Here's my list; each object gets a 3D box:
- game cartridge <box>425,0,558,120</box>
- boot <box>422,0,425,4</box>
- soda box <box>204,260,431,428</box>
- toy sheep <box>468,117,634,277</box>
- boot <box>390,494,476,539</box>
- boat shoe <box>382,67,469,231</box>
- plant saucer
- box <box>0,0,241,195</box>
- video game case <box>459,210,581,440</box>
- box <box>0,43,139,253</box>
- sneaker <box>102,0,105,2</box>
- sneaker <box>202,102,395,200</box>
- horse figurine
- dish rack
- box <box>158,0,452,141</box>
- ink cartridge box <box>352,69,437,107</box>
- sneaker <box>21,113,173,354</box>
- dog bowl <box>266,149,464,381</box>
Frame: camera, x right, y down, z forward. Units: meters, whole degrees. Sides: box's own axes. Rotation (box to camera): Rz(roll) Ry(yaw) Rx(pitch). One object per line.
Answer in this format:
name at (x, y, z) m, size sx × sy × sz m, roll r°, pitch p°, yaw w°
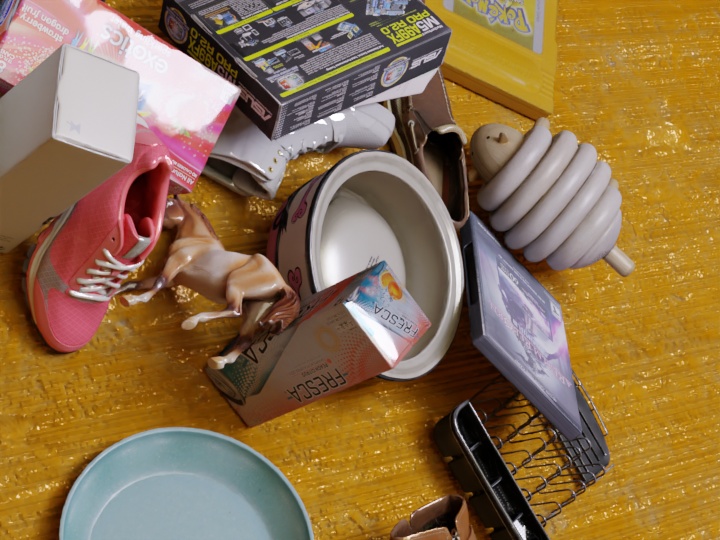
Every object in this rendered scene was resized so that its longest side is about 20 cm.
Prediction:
game cartridge at (0.127, -0.269, 1.948) m, size 0.176 × 0.032 × 0.201 m, roll 21°, pitch 60°, yaw -31°
boot at (0.000, -0.312, 1.847) m, size 0.096 × 0.075 × 0.201 m, roll 0°, pitch 65°, yaw -26°
soda box at (-0.037, 0.062, 1.570) m, size 0.069 × 0.200 × 0.064 m, roll 52°, pitch 48°, yaw -10°
toy sheep at (0.185, -0.068, 1.851) m, size 0.200 × 0.138 × 0.138 m, roll 37°, pitch 52°, yaw -1°
boot at (0.048, 0.288, 1.591) m, size 0.200 × 0.076 × 0.156 m, roll -33°, pitch 122°, yaw -46°
boat shoe at (0.071, -0.120, 1.814) m, size 0.074 × 0.075 × 0.204 m, roll 8°, pitch 67°, yaw -36°
plant saucer at (-0.135, 0.217, 1.503) m, size 0.199 × 0.036 × 0.201 m, roll 8°, pitch 55°, yaw -11°
box at (-0.211, -0.149, 1.569) m, size 0.199 × 0.095 × 0.100 m, roll 31°, pitch 76°, yaw -26°
video game case at (0.144, 0.048, 1.773) m, size 0.143 × 0.019 × 0.200 m, roll 45°, pitch 22°, yaw -26°
box at (-0.245, -0.087, 1.462) m, size 0.068 × 0.200 × 0.083 m, roll 19°, pitch 61°, yaw -32°
sneaker at (-0.205, -0.272, 1.663) m, size 0.199 × 0.073 × 0.113 m, roll 1°, pitch 75°, yaw -30°
sneaker at (-0.064, -0.108, 1.709) m, size 0.199 × 0.074 × 0.116 m, roll 13°, pitch 66°, yaw -24°
horse figurine at (-0.120, 0.012, 1.569) m, size 0.132 × 0.199 × 0.050 m, roll -38°, pitch 138°, yaw -40°
dish rack at (0.161, 0.158, 1.789) m, size 0.200 × 0.054 × 0.154 m, roll -34°, pitch 96°, yaw -42°
box at (-0.047, -0.206, 1.662) m, size 0.199 × 0.044 × 0.160 m, roll -28°, pitch 62°, yaw -35°
ink cartridge box at (-0.047, -0.207, 1.711) m, size 0.161 × 0.050 × 0.200 m, roll 44°, pitch 33°, yaw 23°
sneaker at (-0.198, -0.021, 1.496) m, size 0.073 × 0.087 × 0.201 m, roll 6°, pitch 110°, yaw -43°
dog bowl at (0.000, 0.000, 1.689) m, size 0.200 × 0.074 × 0.201 m, roll 15°, pitch 70°, yaw -46°
